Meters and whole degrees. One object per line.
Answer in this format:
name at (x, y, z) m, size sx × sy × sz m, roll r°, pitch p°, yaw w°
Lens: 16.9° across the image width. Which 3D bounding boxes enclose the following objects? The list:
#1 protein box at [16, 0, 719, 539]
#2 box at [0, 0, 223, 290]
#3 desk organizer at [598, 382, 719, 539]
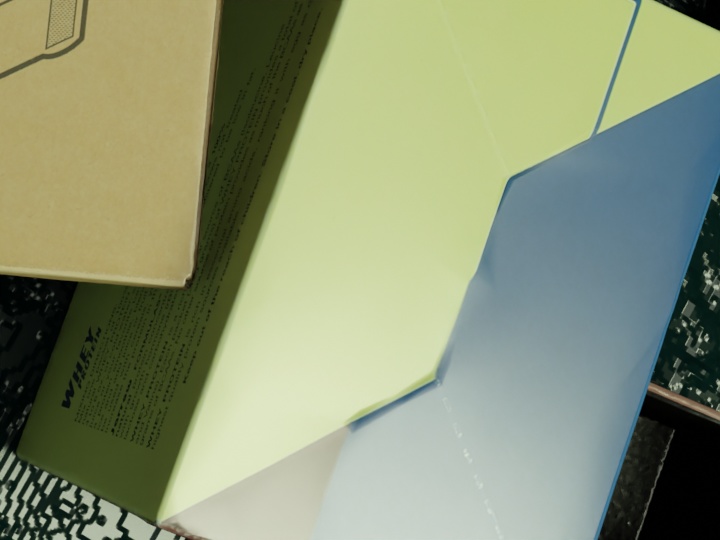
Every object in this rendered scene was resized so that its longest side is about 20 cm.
protein box at (0.000, 0.000, 0.795) m, size 0.134 × 0.200 × 0.200 m, roll 22°, pitch 84°, yaw -19°
box at (-0.140, -0.084, 0.722) m, size 0.198 × 0.021 × 0.165 m, roll 5°, pitch 83°, yaw 3°
desk organizer at (0.153, 0.100, 0.919) m, size 0.199 × 0.077 × 0.072 m, roll 23°, pitch 84°, yaw -19°
